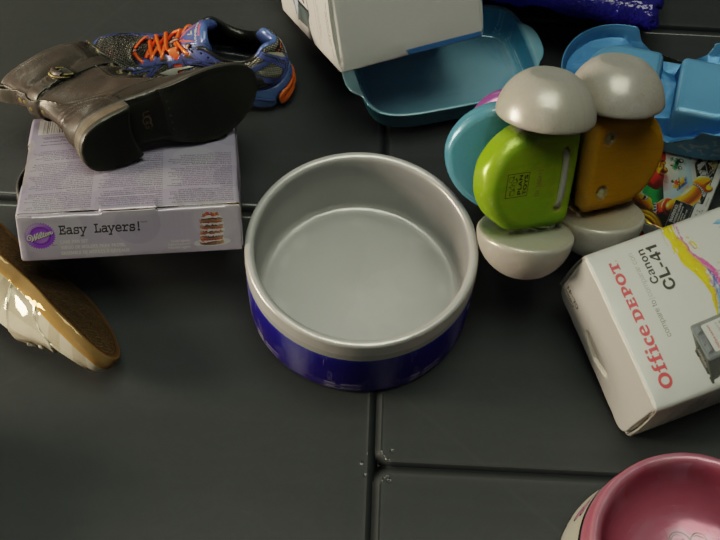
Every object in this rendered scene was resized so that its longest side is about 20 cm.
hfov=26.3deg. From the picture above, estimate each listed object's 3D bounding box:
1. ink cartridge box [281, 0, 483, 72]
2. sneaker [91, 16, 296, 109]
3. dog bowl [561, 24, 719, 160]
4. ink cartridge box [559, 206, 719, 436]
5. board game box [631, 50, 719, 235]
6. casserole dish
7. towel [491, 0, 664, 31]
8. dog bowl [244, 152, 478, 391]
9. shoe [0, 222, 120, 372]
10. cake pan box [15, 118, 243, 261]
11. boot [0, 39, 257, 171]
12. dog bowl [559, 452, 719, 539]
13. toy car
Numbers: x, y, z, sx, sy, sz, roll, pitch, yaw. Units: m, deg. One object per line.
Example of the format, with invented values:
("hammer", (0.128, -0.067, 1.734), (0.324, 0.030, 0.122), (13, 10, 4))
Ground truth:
("ink cartridge box", (0.013, -0.272, 1.459), (0.145, 0.087, 0.200), (-16, 28, -12))
("sneaker", (-0.160, -0.208, 1.461), (0.198, 0.079, 0.076), (1, 55, -1))
("dog bowl", (0.281, -0.161, 1.423), (0.198, 0.050, 0.112), (13, 57, 7))
("ink cartridge box", (0.291, 0.033, 1.299), (0.198, 0.086, 0.149), (-19, 74, -16))
("board game box", (0.280, -0.114, 1.442), (0.125, 0.035, 0.201), (21, 58, 12))
("casserole dish", (0.078, -0.193, 1.485), (0.198, 0.039, 0.122), (-11, 57, -10))
("towel", (0.198, -0.276, 1.513), (0.198, 0.050, 0.148), (13, 26, 9))
("dog bowl", (0.000, 0.000, 1.329), (0.198, 0.079, 0.202), (1, 57, -1))
("shoe", (-0.284, 0.026, 1.320), (0.200, 0.070, 0.054), (41, 106, 18))
("cake pan box", (-0.203, -0.079, 1.350), (0.198, 0.053, 0.185), (-4, 30, -6))
("boot", (-0.212, -0.169, 1.382), (0.199, 0.070, 0.174), (-21, 39, -26))
("dog bowl", (0.252, 0.231, 1.188), (0.198, 0.074, 0.202), (1, 56, -2))
("toy car", (0.157, -0.102, 1.315), (0.199, 0.177, 0.150), (-15, 34, -35))
